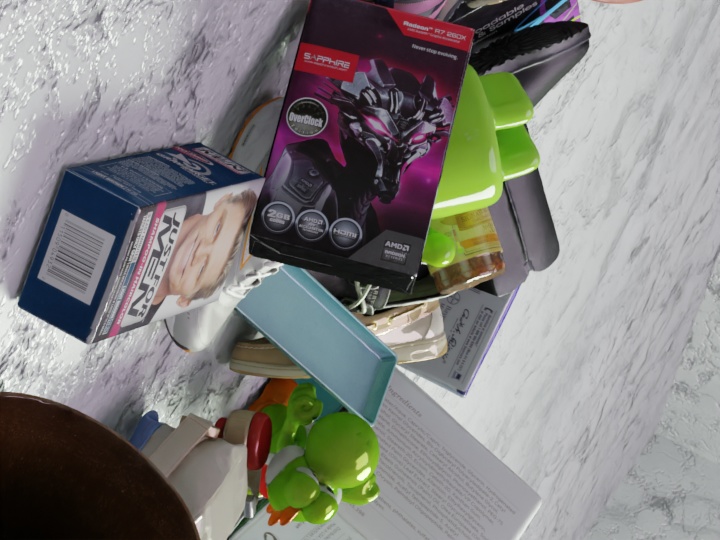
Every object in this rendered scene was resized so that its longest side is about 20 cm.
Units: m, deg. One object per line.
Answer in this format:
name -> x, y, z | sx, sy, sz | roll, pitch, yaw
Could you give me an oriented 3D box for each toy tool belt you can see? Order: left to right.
toy tool belt -> -0.152, 0.159, 1.676 | 0.200, 0.122, 0.125 | -60, 154, -60

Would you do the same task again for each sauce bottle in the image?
sauce bottle -> 0.060, -0.083, 1.807 | 0.066, 0.201, 0.066 | -19, 176, -2

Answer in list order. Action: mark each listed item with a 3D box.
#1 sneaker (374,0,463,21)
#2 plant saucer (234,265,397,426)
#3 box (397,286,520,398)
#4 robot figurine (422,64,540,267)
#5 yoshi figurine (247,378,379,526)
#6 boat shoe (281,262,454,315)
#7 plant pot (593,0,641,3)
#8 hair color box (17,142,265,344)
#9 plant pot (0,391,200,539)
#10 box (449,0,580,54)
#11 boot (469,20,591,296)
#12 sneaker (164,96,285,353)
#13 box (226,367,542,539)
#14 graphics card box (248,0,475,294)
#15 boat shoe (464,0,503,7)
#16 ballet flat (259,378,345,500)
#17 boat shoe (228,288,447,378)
sneaker -> 0.029, -0.213, 1.725 | 0.082, 0.070, 0.200 | 11, 128, -29
plant saucer -> -0.043, 0.045, 1.752 | 0.200, 0.019, 0.070 | 43, 56, -35
box -> 0.089, 0.006, 2.067 | 0.185, 0.105, 0.200 | -64, -178, 4
robot figurine -> 0.036, -0.094, 1.716 | 0.116, 0.199, 0.176 | -110, -172, -59
yoshi figurine -> -0.032, 0.145, 1.795 | 0.200, 0.112, 0.113 | -128, -133, -74
boat shoe -> 0.000, 0.000, 1.808 | 0.199, 0.064, 0.071 | -7, 132, -35
plant pot -> 0.237, -0.351, 1.935 | 0.201, 0.200, 0.196 | -52, 169, -34
hair color box -> -0.142, -0.021, 1.466 | 0.100, 0.060, 0.200 | -67, 164, 16
plant pot -> -0.230, 0.213, 1.398 | 0.200, 0.187, 0.187 | -54, 169, 24
box -> 0.123, -0.213, 1.924 | 0.143, 0.036, 0.200 | -30, 160, 0
boot -> 0.145, -0.098, 1.905 | 0.164, 0.066, 0.201 | -25, 114, -18
sneaker -> -0.072, -0.023, 1.624 | 0.201, 0.092, 0.076 | -64, 164, 2
box -> 0.016, 0.237, 2.029 | 0.171, 0.200, 0.199 | -49, -178, -39
graphics card box -> 0.001, -0.094, 1.585 | 0.051, 0.125, 0.201 | 105, 0, -73
boat shoe -> 0.118, -0.296, 1.809 | 0.074, 0.074, 0.200 | 62, 27, -31
ballet flat -> -0.072, 0.137, 1.958 | 0.200, 0.072, 0.072 | -48, 159, -42
boat shoe -> -0.020, 0.048, 1.857 | 0.199, 0.074, 0.070 | -8, 100, -29
